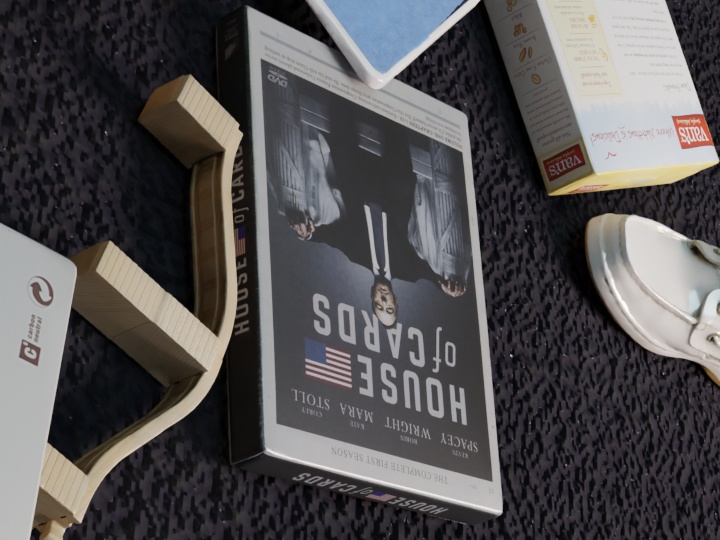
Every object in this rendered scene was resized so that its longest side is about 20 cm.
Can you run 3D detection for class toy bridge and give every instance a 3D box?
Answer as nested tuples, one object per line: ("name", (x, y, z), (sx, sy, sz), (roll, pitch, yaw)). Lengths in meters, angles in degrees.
("toy bridge", (-0.081, 0.018, 0.629), (0.067, 0.027, 0.201), (44, 43, -28))

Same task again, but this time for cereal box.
("cereal box", (0.123, -0.144, 0.945), (0.143, 0.039, 0.202), (-7, 78, -51))

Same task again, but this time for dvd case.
("dvd case", (0.000, 0.000, 0.738), (0.150, 0.025, 0.202), (20, 56, -43))

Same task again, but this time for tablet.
("tablet", (-0.026, -0.187, 0.793), (0.201, 0.014, 0.130), (53, 39, -7))

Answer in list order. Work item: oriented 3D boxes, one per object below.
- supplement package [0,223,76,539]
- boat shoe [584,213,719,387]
("supplement package", (-0.195, 0.060, 0.373), (0.199, 0.146, 0.193), (31, 50, -37))
("boat shoe", (0.201, 0.016, 0.934), (0.199, 0.069, 0.071), (28, 53, -38))
